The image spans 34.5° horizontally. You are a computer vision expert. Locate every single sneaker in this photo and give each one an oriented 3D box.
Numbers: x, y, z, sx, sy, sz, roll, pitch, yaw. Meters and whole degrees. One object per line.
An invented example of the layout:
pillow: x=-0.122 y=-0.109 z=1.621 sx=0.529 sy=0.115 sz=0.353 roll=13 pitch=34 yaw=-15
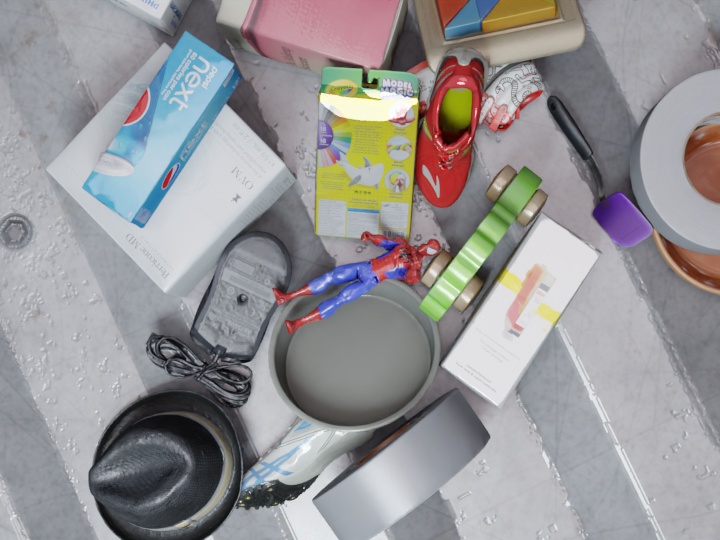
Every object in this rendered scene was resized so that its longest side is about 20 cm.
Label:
sneaker: x=0.096 y=-0.149 z=1.304 sx=0.075 sy=0.086 sz=0.203 roll=8 pitch=128 yaw=2
sneaker: x=0.117 y=-0.200 z=1.353 sx=0.199 sy=0.067 sz=0.109 roll=-29 pitch=82 yaw=-2
sneaker: x=-0.071 y=0.209 z=1.345 sx=0.199 sy=0.072 sz=0.073 roll=-35 pitch=55 yaw=6

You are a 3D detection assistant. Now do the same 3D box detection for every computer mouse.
computer mouse: x=-0.152 y=0.044 z=1.358 sx=0.137 sy=0.053 sz=0.202 roll=29 pitch=94 yaw=-9

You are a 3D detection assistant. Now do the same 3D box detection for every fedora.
fedora: x=-0.234 y=0.225 z=1.309 sx=0.197 sy=0.091 sz=0.205 roll=-3 pitch=80 yaw=18

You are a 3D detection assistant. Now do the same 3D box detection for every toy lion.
toy lion: x=0.134 y=-0.031 z=1.280 sx=0.068 sy=0.192 sz=0.201 roll=37 pitch=88 yaw=4

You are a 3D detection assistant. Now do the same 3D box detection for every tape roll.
tape roll: x=0.407 y=-0.121 z=1.306 sx=0.196 sy=0.066 sz=0.205 roll=0 pitch=87 yaw=2
tape roll: x=0.044 y=0.215 z=1.258 sx=0.199 sy=0.200 sz=0.067 roll=-37 pitch=85 yaw=0

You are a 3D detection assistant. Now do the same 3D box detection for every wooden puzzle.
wooden puzzle: x=0.151 y=-0.328 z=1.341 sx=0.181 sy=0.037 sz=0.203 roll=-11 pitch=61 yaw=2

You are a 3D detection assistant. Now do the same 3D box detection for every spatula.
spatula: x=0.272 y=-0.118 z=1.359 sx=0.020 sy=0.056 sz=0.202 roll=-18 pitch=76 yaw=-39

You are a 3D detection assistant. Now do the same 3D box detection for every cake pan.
cake pan: x=-0.006 y=0.096 z=1.318 sx=0.196 sy=0.037 sz=0.203 roll=-4 pitch=58 yaw=6

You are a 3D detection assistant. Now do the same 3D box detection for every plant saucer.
plant saucer: x=0.433 y=-0.072 z=1.350 sx=0.196 sy=0.032 sz=0.205 roll=0 pitch=87 yaw=2

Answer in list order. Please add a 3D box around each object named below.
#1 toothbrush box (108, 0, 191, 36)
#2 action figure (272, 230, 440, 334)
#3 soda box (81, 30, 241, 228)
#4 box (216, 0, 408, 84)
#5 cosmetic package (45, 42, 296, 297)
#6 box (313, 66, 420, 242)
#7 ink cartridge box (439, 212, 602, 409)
toothbrush box: x=-0.244 y=-0.407 z=1.372 sx=0.145 sy=0.085 sz=0.203 roll=27 pitch=87 yaw=3
action figure: x=0.000 y=0.000 z=1.294 sx=0.197 sy=0.099 sz=0.066 roll=-22 pitch=71 yaw=-7
soda box: x=-0.211 y=-0.150 z=1.245 sx=0.067 sy=0.064 sz=0.202 roll=33 pitch=87 yaw=4
box: x=-0.051 y=-0.294 z=1.336 sx=0.197 sy=0.128 sz=0.111 roll=17 pitch=88 yaw=4
cosmetic package: x=-0.214 y=-0.111 z=1.336 sx=0.199 sy=0.123 sz=0.200 roll=44 pitch=91 yaw=4
box: x=0.007 y=-0.135 z=1.317 sx=0.115 sy=0.049 sz=0.203 roll=5 pitch=121 yaw=3
ink cartridge box: x=0.175 y=0.046 z=1.298 sx=0.083 sy=0.145 sz=0.202 roll=34 pitch=88 yaw=6
